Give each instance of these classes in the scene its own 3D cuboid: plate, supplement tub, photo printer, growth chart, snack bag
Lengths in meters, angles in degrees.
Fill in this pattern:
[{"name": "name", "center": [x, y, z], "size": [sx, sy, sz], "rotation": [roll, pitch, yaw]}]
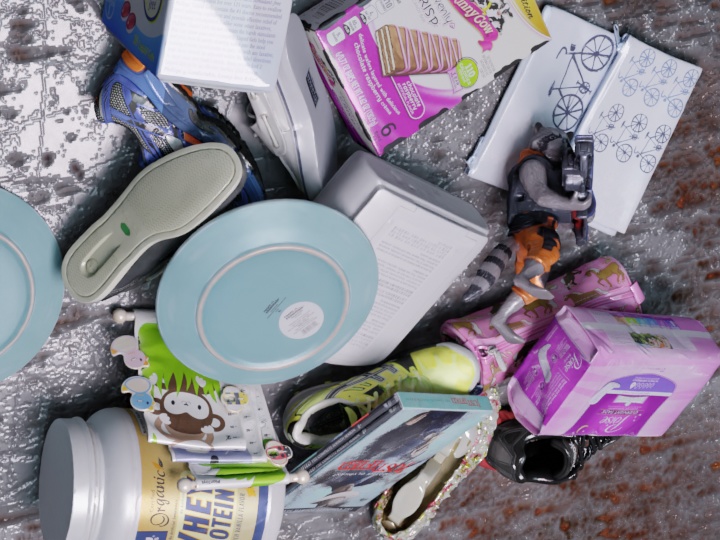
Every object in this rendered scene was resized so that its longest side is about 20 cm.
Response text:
[{"name": "plate", "center": [-0.351, 0.020, 1.510], "size": [0.198, 0.026, 0.202], "rotation": [-9, 114, -21]}, {"name": "plate", "center": [-0.078, 0.027, 1.514], "size": [0.198, 0.026, 0.202], "rotation": [-9, 128, -12]}, {"name": "supplement tub", "center": [-0.182, 0.198, 1.587], "size": [0.198, 0.144, 0.146], "rotation": [4, 110, -25]}, {"name": "photo printer", "center": [0.000, 0.000, 1.599], "size": [0.166, 0.070, 0.200], "rotation": [21, 117, -41]}, {"name": "growth chart", "center": [-0.141, 0.114, 1.562], "size": [0.144, 0.201, 0.018], "rotation": [-6, 148, -30]}, {"name": "snack bag", "center": [0.217, -0.146, 1.689], "size": [0.199, 0.021, 0.190], "rotation": [20, 102, -29]}]

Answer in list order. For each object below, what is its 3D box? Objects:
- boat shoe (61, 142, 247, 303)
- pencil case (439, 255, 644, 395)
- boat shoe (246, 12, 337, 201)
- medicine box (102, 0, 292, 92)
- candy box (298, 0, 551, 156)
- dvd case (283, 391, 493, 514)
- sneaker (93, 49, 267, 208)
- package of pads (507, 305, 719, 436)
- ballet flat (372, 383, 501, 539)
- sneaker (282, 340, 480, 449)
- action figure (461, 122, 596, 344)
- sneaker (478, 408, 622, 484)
[{"name": "boat shoe", "center": [-0.171, -0.043, 1.508], "size": [0.200, 0.072, 0.067], "rotation": [-38, 159, 22]}, {"name": "pencil case", "center": [0.179, 0.052, 1.714], "size": [0.199, 0.087, 0.083], "rotation": [-22, 135, -16]}, {"name": "boat shoe", "center": [-0.069, -0.139, 1.542], "size": [0.065, 0.072, 0.201], "rotation": [-1, 139, 17]}, {"name": "medicine box", "center": [-0.124, -0.266, 1.398], "size": [0.102, 0.182, 0.202], "rotation": [3, 109, -24]}, {"name": "candy box", "center": [0.057, -0.215, 1.561], "size": [0.199, 0.061, 0.137], "rotation": [-35, 118, -11]}, {"name": "dvd case", "center": [0.014, 0.175, 1.649], "size": [0.200, 0.022, 0.145], "rotation": [-38, 153, 30]}, {"name": "sneaker", "center": [-0.154, -0.110, 1.524], "size": [0.078, 0.075, 0.200], "rotation": [-38, 116, 11]}, {"name": "package of pads", "center": [0.246, 0.101, 1.685], "size": [0.199, 0.076, 0.121], "rotation": [5, 128, -41]}, {"name": "ballet flat", "center": [0.077, 0.191, 1.733], "size": [0.075, 0.064, 0.201], "rotation": [31, 98, 9]}, {"name": "sneaker", "center": [0.021, 0.128, 1.649], "size": [0.199, 0.076, 0.076], "rotation": [-23, 100, 8]}, {"name": "action figure", "center": [0.162, -0.056, 1.607], "size": [0.104, 0.195, 0.200], "rotation": [10, 153, 9]}, {"name": "sneaker", "center": [0.215, 0.170, 1.774], "size": [0.199, 0.098, 0.071], "rotation": [-14, 114, -19]}]
